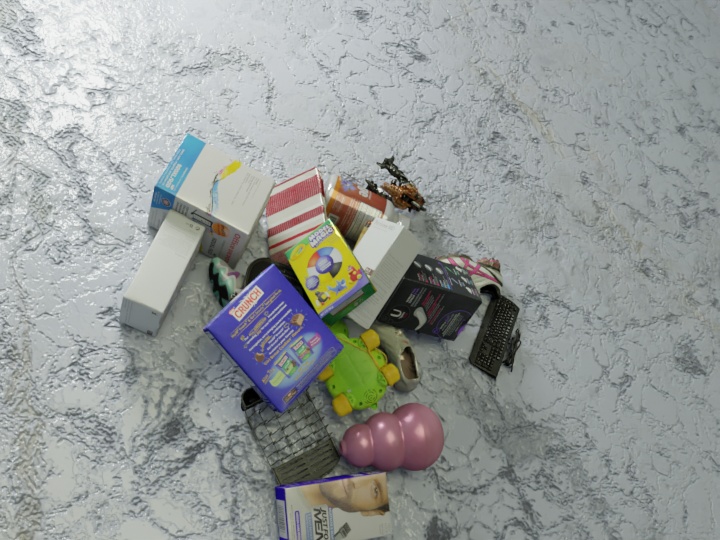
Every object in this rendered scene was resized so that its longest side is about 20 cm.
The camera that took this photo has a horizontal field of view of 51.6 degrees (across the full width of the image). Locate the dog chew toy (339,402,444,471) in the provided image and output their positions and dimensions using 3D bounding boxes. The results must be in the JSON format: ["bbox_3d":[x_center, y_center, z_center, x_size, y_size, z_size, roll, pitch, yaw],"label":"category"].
[{"bbox_3d":[0.056,0.321,1.405,0.195,0.125,0.127,-5,66,-17],"label":"dog chew toy"}]

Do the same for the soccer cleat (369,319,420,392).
[{"bbox_3d":[0.072,0.148,1.522,0.068,0.078,0.203,-13,70,-29],"label":"soccer cleat"}]

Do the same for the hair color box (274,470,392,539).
[{"bbox_3d":[-0.047,0.426,1.320,0.196,0.065,0.112,-2,80,-26],"label":"hair color box"}]

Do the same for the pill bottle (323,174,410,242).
[{"bbox_3d":[0.003,-0.118,1.610,0.197,0.112,0.114,24,57,-11],"label":"pill bottle"}]

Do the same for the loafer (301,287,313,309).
[{"bbox_3d":[-0.095,-0.007,1.532,0.072,0.071,0.203,-11,69,-28],"label":"loafer"}]

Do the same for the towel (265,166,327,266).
[{"bbox_3d":[-0.132,-0.106,1.539,0.023,0.142,0.204,40,35,-53],"label":"towel"}]

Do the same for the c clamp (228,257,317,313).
[{"bbox_3d":[-0.158,0.064,1.421,0.196,0.027,0.174,17,60,-22],"label":"c clamp"}]

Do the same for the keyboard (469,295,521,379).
[{"bbox_3d":[0.317,0.143,1.657,0.103,0.040,0.202,31,57,-6],"label":"keyboard"}]

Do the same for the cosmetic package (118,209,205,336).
[{"bbox_3d":[-0.367,0.006,1.381,0.080,0.113,0.203,26,55,-8],"label":"cosmetic package"}]

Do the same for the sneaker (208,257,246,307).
[{"bbox_3d":[-0.201,0.043,1.463,0.139,0.077,0.202,-32,89,-35],"label":"sneaker"}]

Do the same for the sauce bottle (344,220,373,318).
[{"bbox_3d":[0.000,0.000,1.528,0.065,0.066,0.203,25,87,-9],"label":"sauce bottle"}]

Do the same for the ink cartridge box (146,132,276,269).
[{"bbox_3d":[-0.293,-0.132,1.463,0.197,0.148,0.147,27,56,-8],"label":"ink cartridge box"}]

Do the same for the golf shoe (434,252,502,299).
[{"bbox_3d":[0.236,0.016,1.668,0.196,0.073,0.094,6,63,-22],"label":"golf shoe"}]

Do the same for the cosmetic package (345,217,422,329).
[{"bbox_3d":[0.022,0.003,1.446,0.074,0.101,0.202,37,81,-36],"label":"cosmetic package"}]

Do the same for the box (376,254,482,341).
[{"bbox_3d":[0.131,0.050,1.542,0.197,0.123,0.107,16,33,-26],"label":"box"}]

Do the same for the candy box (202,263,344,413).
[{"bbox_3d":[-0.156,0.121,1.330,0.169,0.077,0.201,-43,99,-22],"label":"candy box"}]

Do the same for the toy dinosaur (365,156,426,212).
[{"bbox_3d":[0.088,-0.182,1.657,0.135,0.200,0.102,41,81,19],"label":"toy dinosaur"}]

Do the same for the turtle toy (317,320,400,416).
[{"bbox_3d":[-0.021,0.181,1.446,0.144,0.101,0.202,-29,80,-9],"label":"turtle toy"}]

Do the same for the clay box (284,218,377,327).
[{"bbox_3d":[-0.064,-0.007,1.407,0.114,0.048,0.201,-36,57,4],"label":"clay box"}]

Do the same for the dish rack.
[{"bbox_3d":[-0.123,0.294,1.373,0.151,0.055,0.203,-20,74,-30],"label":"dish rack"}]
